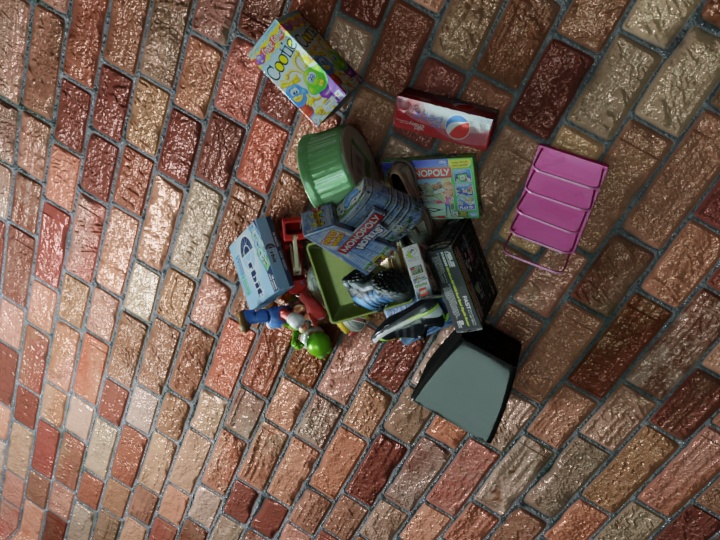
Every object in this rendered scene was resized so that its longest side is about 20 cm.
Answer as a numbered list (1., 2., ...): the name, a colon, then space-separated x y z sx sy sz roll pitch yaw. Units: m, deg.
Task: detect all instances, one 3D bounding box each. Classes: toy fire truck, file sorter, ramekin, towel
1. toy fire truck: -0.152 -0.032 1.735 0.048 0.141 0.201 -7 107 -10
2. file sorter: 0.374 -0.116 1.469 0.138 0.125 0.201 21 124 12
3. ramekin: -0.038 -0.203 1.563 0.097 0.200 0.201 -18 109 23
4. towel: 0.152 0.091 1.731 0.199 0.049 0.112 -27 104 33

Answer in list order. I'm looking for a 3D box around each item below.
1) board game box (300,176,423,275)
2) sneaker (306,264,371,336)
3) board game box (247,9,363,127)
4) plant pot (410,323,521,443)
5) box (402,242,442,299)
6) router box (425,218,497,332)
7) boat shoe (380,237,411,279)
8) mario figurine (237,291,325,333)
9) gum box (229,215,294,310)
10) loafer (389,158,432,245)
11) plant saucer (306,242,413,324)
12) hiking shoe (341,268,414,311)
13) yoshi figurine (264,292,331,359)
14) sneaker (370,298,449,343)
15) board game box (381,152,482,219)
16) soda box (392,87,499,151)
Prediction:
1. board game box: -0.007 -0.091 1.511 0.199 0.062 0.200 17 136 -34
2. sneaker: -0.052 0.059 1.798 0.082 0.078 0.200 -37 103 22
3. board game box: -0.109 -0.410 1.529 0.200 0.105 0.103 45 125 -6
4. plant pot: 0.256 0.226 1.683 0.199 0.200 0.178 29 115 6
5. box: 0.140 0.003 1.577 0.035 0.200 0.111 -18 83 16
6. router box: 0.217 0.008 1.593 0.062 0.150 0.201 -13 111 29
7. boat shoe: 0.073 -0.030 1.636 0.073 0.076 0.201 -20 105 11
8. mario figurine: -0.177 0.120 1.741 0.199 0.124 0.106 -9 127 0
9. gum box: -0.234 -0.012 1.761 0.200 0.044 0.171 -32 75 58
10. loafer: 0.098 -0.131 1.585 0.071 0.063 0.201 -7 115 26
11. plant saucer: 0.000 0.000 1.712 0.199 0.048 0.201 -16 107 7
12. hiking shoe: 0.049 0.047 1.625 0.199 0.074 0.087 11 132 49
13. yoshi figurine: -0.137 0.138 1.852 0.112 0.112 0.200 -35 104 27
14. sneaker: 0.110 0.133 1.699 0.200 0.072 0.083 -31 100 34
15. board game box: 0.151 -0.175 1.594 0.199 0.029 0.135 0 118 24
16. soda box: 0.168 -0.301 1.494 0.199 0.063 0.070 17 123 14
